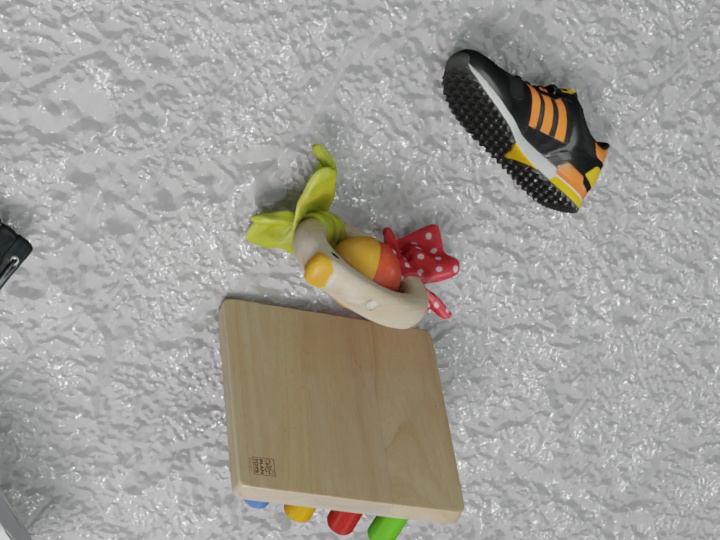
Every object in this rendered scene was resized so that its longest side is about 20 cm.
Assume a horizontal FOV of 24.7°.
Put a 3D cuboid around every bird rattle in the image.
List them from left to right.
[{"bbox_3d":[0.000,0.000,1.399,0.200,0.163,0.113,38,108,-22],"label":"bird rattle"}]

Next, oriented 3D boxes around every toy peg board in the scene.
[{"bbox_3d":[-0.032,0.144,1.423,0.198,0.200,0.098,9,135,-20],"label":"toy peg board"}]

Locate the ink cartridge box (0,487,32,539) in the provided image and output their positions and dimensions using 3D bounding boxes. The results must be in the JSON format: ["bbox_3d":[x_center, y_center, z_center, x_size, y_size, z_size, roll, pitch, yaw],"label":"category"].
[{"bbox_3d":[-0.363,0.238,1.285,0.200,0.145,0.145,-35,147,-11],"label":"ink cartridge box"}]

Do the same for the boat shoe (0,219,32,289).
[{"bbox_3d":[-0.321,0.051,1.304,0.066,0.074,0.200,25,87,-19],"label":"boat shoe"}]

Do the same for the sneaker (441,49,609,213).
[{"bbox_3d":[0.151,-0.143,1.471,0.200,0.070,0.090,46,71,-31],"label":"sneaker"}]
